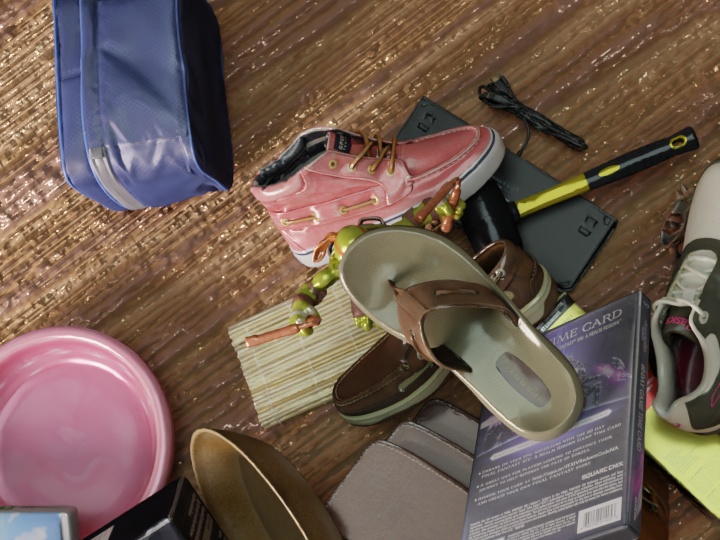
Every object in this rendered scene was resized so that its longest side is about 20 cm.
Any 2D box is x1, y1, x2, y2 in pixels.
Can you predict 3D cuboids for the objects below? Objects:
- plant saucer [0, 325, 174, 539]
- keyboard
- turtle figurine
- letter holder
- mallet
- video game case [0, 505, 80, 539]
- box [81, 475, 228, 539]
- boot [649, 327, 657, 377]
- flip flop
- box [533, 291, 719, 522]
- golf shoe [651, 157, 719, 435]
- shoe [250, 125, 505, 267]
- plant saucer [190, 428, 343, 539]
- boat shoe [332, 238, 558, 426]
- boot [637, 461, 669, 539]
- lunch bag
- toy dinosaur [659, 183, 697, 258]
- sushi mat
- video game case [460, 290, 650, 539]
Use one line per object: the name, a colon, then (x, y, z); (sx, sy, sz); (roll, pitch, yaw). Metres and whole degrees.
plant saucer: (-0.248, 0.149, 1.134); (0.199, 0.051, 0.202); (-2, 77, 10)
keyboard: (0.125, -0.083, 1.127); (0.200, 0.021, 0.127); (35, 93, 15)
turtle figurine: (0.000, 0.000, 1.045); (0.200, 0.161, 0.064); (-40, 69, 0)
letter holder: (0.092, 0.196, 1.032); (0.200, 0.101, 0.142); (36, 85, 16)
mallet: (0.177, -0.059, 1.084); (0.199, 0.041, 0.066); (-16, 79, 9)
video game case: (-0.309, 0.290, 1.097); (0.181, 0.022, 0.201); (-2, 97, 11)
box: (-0.165, 0.299, 1.017); (0.196, 0.117, 0.200); (-32, 98, 2)
boot: (0.331, 0.035, 1.036); (0.200, 0.138, 0.078); (-44, 37, 36)
flip flop: (0.067, 0.041, 0.927); (0.200, 0.058, 0.081); (43, 101, 15)
box: (0.215, 0.106, 1.040); (0.050, 0.075, 0.200); (-45, 73, -1)
golf shoe: (0.250, 0.016, 0.951); (0.077, 0.088, 0.201); (2, 87, 46)
shoe: (0.012, -0.082, 1.091); (0.199, 0.091, 0.072); (-26, 35, 17)
plant saucer: (-0.060, 0.199, 1.027); (0.035, 0.200, 0.200); (-30, 72, -25)
boat shoe: (0.051, 0.042, 1.053); (0.202, 0.075, 0.075); (-36, 32, 13)
boot: (0.211, 0.202, 0.987); (0.200, 0.155, 0.074); (42, 114, 6)
lunch bag: (-0.192, -0.156, 1.144); (0.132, 0.136, 0.201); (-9, 76, 9)
toy dinosaur: (0.326, -0.065, 1.049); (0.199, 0.086, 0.136); (10, 115, -11)
sushi mat: (-0.007, 0.050, 1.127); (0.199, 0.012, 0.096); (-25, 74, 5)
video game case: (0.136, 0.116, 0.939); (0.143, 0.019, 0.201); (-28, 33, 37)
